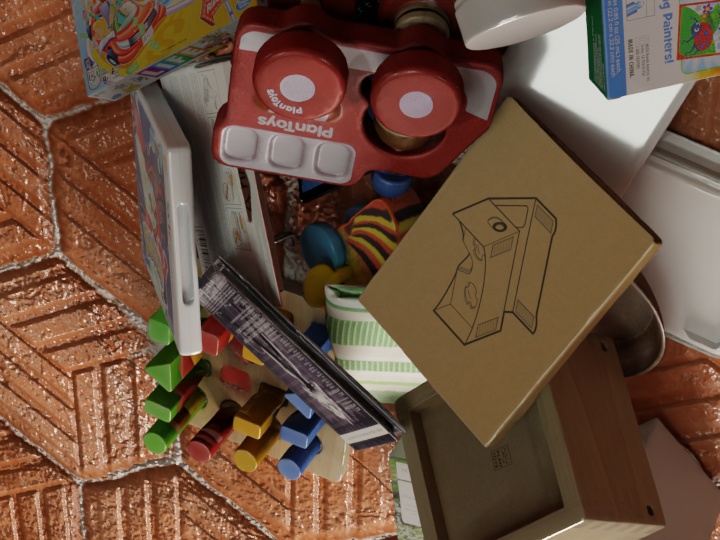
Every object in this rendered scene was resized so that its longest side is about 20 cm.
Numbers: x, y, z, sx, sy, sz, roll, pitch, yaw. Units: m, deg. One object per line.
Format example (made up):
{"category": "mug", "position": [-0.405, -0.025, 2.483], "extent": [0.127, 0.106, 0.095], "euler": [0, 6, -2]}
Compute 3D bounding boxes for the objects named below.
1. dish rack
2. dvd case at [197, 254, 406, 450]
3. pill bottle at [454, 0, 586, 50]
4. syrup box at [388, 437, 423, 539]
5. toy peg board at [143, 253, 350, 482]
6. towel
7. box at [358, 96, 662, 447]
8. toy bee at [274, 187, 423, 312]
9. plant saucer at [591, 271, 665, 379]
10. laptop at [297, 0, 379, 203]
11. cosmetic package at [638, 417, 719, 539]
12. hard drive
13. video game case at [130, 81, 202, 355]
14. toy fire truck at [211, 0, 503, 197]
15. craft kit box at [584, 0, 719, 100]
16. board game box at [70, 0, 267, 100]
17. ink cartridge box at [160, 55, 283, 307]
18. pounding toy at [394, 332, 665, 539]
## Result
{"category": "dish rack", "position": [0.236, -0.021, 1.256], "extent": [0.199, 0.044, 0.173], "euler": [24, 128, 12]}
{"category": "dvd case", "position": [-0.055, 0.071, 1.307], "extent": [0.200, 0.016, 0.149], "euler": [44, 164, -3]}
{"category": "pill bottle", "position": [0.080, -0.251, 1.036], "extent": [0.111, 0.111, 0.202], "euler": [-19, 84, 36]}
{"category": "syrup box", "position": [0.085, 0.236, 1.476], "extent": [0.078, 0.081, 0.202], "euler": [9, 124, 26]}
{"category": "toy peg board", "position": [-0.110, 0.108, 1.491], "extent": [0.198, 0.098, 0.201], "euler": [20, 127, 17]}
{"category": "towel", "position": [0.050, 0.065, 1.342], "extent": [0.151, 0.024, 0.200], "euler": [1, 153, 8]}
{"category": "box", "position": [0.104, 0.001, 1.179], "extent": [0.164, 0.021, 0.201], "euler": [48, 113, 27]}
{"category": "toy bee", "position": [0.000, 0.000, 1.356], "extent": [0.110, 0.130, 0.200], "euler": [67, 165, -3]}
{"category": "plant saucer", "position": [0.152, 0.014, 1.268], "extent": [0.199, 0.035, 0.201], "euler": [24, 151, 14]}
{"category": "laptop", "position": [-0.025, -0.184, 1.252], "extent": [0.176, 0.104, 0.200], "euler": [-23, 115, 36]}
{"category": "cosmetic package", "position": [0.220, 0.228, 1.317], "extent": [0.102, 0.200, 0.074], "euler": [49, 133, -11]}
{"category": "hard drive", "position": [0.174, -0.147, 1.186], "extent": [0.131, 0.025, 0.201], "euler": [34, 115, 8]}
{"category": "video game case", "position": [-0.167, -0.053, 1.364], "extent": [0.023, 0.200, 0.184], "euler": [-7, 116, -14]}
{"category": "toy fire truck", "position": [-0.003, -0.126, 1.167], "extent": [0.198, 0.113, 0.169], "euler": [9, 139, -5]}
{"category": "craft kit box", "position": [0.241, -0.229, 1.051], "extent": [0.196, 0.049, 0.202], "euler": [-11, 119, -6]}
{"category": "board game box", "position": [-0.155, -0.235, 1.295], "extent": [0.199, 0.034, 0.136], "euler": [-20, 76, 36]}
{"category": "ink cartridge box", "position": [-0.101, -0.075, 1.317], "extent": [0.173, 0.043, 0.202], "euler": [6, 109, 63]}
{"category": "pounding toy", "position": [0.124, 0.147, 1.267], "extent": [0.199, 0.141, 0.186], "euler": [-34, 58, 38]}
